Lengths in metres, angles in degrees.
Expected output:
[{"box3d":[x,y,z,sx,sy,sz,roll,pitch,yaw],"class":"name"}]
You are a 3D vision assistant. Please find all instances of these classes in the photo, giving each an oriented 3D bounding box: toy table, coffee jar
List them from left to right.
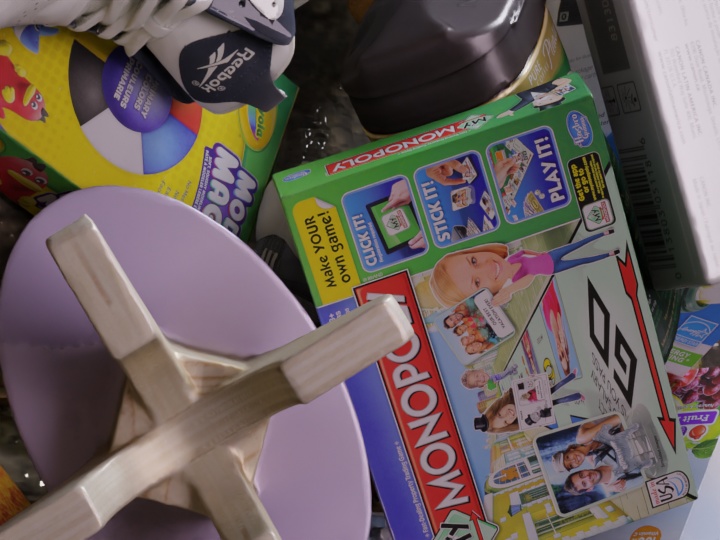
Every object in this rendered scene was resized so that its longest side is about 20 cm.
[{"box3d":[-0.069,0.060,1.013,0.184,0.117,0.200,-42,94,-3],"class":"toy table"},{"box3d":[0.066,-0.040,1.145,0.200,0.085,0.104,62,26,-25],"class":"coffee jar"}]

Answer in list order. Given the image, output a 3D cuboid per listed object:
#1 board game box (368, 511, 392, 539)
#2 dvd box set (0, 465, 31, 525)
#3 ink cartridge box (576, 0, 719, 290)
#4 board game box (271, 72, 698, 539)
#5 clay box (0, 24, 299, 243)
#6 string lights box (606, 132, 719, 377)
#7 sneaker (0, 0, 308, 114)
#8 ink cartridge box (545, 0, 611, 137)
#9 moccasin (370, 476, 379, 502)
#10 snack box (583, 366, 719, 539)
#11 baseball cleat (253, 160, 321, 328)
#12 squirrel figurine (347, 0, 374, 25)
[{"box3d":[0.014,0.208,1.184,0.200,0.026,0.200,12,72,-44],"class":"board game box"},{"box3d":[-0.157,0.164,1.016,0.200,0.029,0.146,56,47,-20],"class":"dvd box set"},{"box3d":[0.199,-0.095,1.164,0.200,0.050,0.162,-18,95,-30],"class":"ink cartridge box"},{"box3d":[0.056,0.030,1.099,0.029,0.134,0.200,-114,-175,-64],"class":"board game box"},{"box3d":[-0.103,-0.069,1.115,0.200,0.048,0.115,37,56,-33],"class":"clay box"},{"box3d":[0.173,-0.043,1.271,0.103,0.200,0.059,17,39,-31],"class":"string lights box"},{"box3d":[-0.084,-0.108,1.050,0.130,0.079,0.199,55,37,-8],"class":"sneaker"},{"box3d":[0.173,-0.127,1.386,0.145,0.084,0.200,27,62,-38],"class":"ink cartridge box"},{"box3d":[0.041,0.075,1.200,0.201,0.078,0.074,-9,129,-54],"class":"moccasin"},{"box3d":[0.177,0.176,1.313,0.169,0.068,0.200,55,46,-30],"class":"snack box"},{"box3d":[0.000,0.000,1.202,0.200,0.070,0.107,3,112,-59],"class":"baseball cleat"},{"box3d":[0.072,-0.189,1.213,0.142,0.200,0.187,55,35,-31],"class":"squirrel figurine"}]
